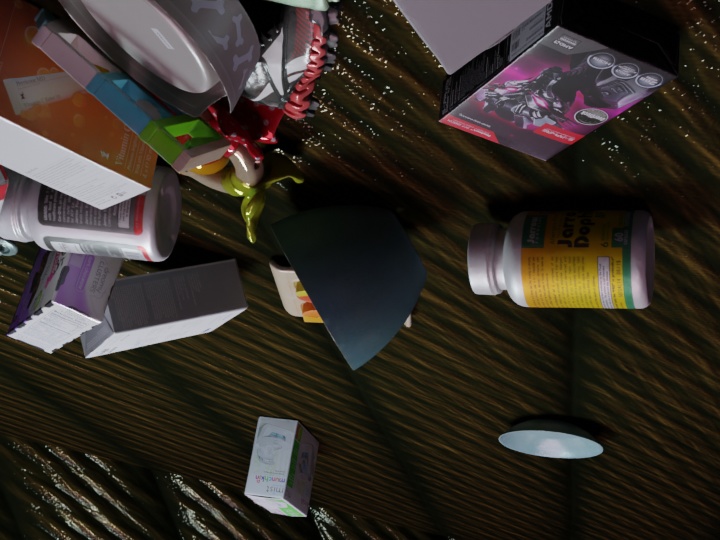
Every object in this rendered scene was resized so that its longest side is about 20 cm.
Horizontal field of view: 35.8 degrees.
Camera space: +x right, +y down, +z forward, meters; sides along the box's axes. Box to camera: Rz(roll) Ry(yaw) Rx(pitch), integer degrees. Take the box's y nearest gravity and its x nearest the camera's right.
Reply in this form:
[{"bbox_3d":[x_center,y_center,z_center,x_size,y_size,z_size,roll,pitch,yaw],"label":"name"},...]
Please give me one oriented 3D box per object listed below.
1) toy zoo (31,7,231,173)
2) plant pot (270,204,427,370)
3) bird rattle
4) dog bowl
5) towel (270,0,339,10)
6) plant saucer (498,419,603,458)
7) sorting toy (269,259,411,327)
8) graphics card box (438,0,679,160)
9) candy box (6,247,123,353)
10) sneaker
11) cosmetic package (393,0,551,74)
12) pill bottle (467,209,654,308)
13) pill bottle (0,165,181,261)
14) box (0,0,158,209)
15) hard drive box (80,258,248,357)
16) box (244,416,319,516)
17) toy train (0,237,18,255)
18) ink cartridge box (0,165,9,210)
[{"bbox_3d":[-0.212,-0.167,1.003,0.200,0.020,0.131,42,-166,0],"label":"toy zoo"},{"bbox_3d":[0.000,0.000,1.333,0.135,0.200,0.200,-29,154,-1],"label":"plant pot"},{"bbox_3d":[-0.150,-0.124,1.170,0.163,0.113,0.200,18,160,23],"label":"bird rattle"},{"bbox_3d":[-0.166,-0.210,0.907,0.200,0.059,0.200,35,165,11],"label":"dog bowl"},{"bbox_3d":[-0.096,-0.273,0.810,0.152,0.023,0.200,15,155,15],"label":"towel"},{"bbox_3d":[0.369,0.321,2.159,0.201,0.039,0.201,7,158,3],"label":"plant saucer"},{"bbox_3d":[-0.026,0.041,1.612,0.200,0.037,0.185,7,159,6],"label":"sorting toy"},{"bbox_3d":[0.170,-0.170,0.989,0.125,0.051,0.200,18,156,-21],"label":"graphics card box"},{"bbox_3d":[-0.378,0.003,1.466,0.071,0.168,0.200,26,152,-24],"label":"candy box"},{"bbox_3d":[-0.071,-0.200,0.975,0.098,0.071,0.200,12,159,-9],"label":"sneaker"},{"bbox_3d":[0.050,-0.238,0.784,0.102,0.074,0.200,-34,146,10],"label":"cosmetic package"},{"bbox_3d":[0.229,-0.013,1.274,0.200,0.113,0.113,1,157,20],"label":"pill bottle"},{"bbox_3d":[-0.324,-0.076,1.327,0.200,0.114,0.114,6,158,7],"label":"pill bottle"},{"bbox_3d":[-0.299,-0.161,1.089,0.200,0.125,0.097,26,152,-38],"label":"box"},{"bbox_3d":[-0.284,0.054,1.579,0.200,0.077,0.156,-10,169,-32],"label":"hard drive box"},{"bbox_3d":[-0.174,0.437,2.472,0.097,0.177,0.200,3,157,14],"label":"box"},{"bbox_3d":[-0.522,-0.077,1.452,0.200,0.085,0.114,3,148,14],"label":"toy train"},{"bbox_3d":[-0.463,-0.111,1.230,0.084,0.144,0.200,-24,173,-27],"label":"ink cartridge box"}]
